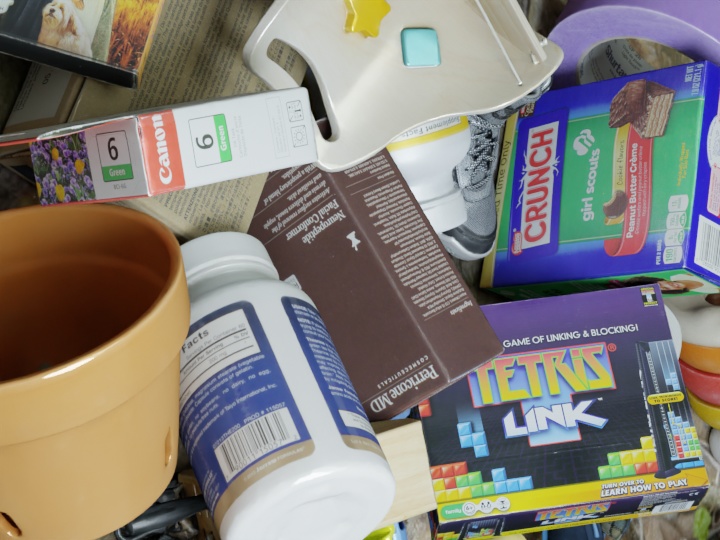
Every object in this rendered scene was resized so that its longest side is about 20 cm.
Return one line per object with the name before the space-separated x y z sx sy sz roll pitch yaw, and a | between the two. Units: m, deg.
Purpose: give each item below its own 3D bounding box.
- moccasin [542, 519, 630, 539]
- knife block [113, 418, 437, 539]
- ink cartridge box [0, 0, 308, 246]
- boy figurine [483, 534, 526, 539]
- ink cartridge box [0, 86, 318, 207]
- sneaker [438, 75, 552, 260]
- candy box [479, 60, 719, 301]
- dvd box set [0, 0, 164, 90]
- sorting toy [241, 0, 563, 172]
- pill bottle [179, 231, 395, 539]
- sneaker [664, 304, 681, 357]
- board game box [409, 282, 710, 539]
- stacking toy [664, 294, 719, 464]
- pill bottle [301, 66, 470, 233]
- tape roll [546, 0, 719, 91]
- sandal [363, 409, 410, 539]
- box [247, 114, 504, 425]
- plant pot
moccasin | 0.184 0.201 1.532 0.080 0.068 0.200 62 25 -45
knife block | -0.066 0.158 1.251 0.176 0.200 0.064 -38 119 -72
ink cartridge box | -0.128 -0.122 1.271 0.165 0.075 0.200 36 64 -37
boy figurine | 0.115 0.304 1.494 0.124 0.064 0.200 -18 99 -55
ink cartridge box | -0.134 -0.068 1.134 0.200 0.109 0.050 -16 100 -43
sneaker | 0.090 -0.105 1.464 0.075 0.114 0.200 -23 104 -43
candy box | 0.200 -0.063 1.510 0.077 0.200 0.169 23 68 -40
dvd box set | -0.180 -0.223 1.197 0.146 0.029 0.200 17 70 -4
sorting toy | 0.010 -0.163 1.259 0.180 0.107 0.200 -46 131 -14
pill bottle | -0.063 0.077 1.198 0.111 0.111 0.200 14 40 -44
sneaker | 0.163 0.099 1.520 0.074 0.118 0.200 50 63 -11
board game box | 0.138 0.104 1.412 0.200 0.057 0.165 -8 65 -7
stacking toy | 0.335 0.093 1.710 0.146 0.146 0.200 -40 130 -39
pill bottle | 0.017 -0.125 1.392 0.112 0.112 0.200 -22 103 -44
tape roll | 0.254 -0.169 1.575 0.200 0.200 0.085 52 54 -30
sandal | 0.009 0.153 1.394 0.087 0.079 0.200 -14 98 -49
box | 0.000 0.000 1.329 0.075 0.100 0.200 -27 84 -48
plant pot | -0.189 0.069 1.130 0.200 0.200 0.140 -40 132 -39
